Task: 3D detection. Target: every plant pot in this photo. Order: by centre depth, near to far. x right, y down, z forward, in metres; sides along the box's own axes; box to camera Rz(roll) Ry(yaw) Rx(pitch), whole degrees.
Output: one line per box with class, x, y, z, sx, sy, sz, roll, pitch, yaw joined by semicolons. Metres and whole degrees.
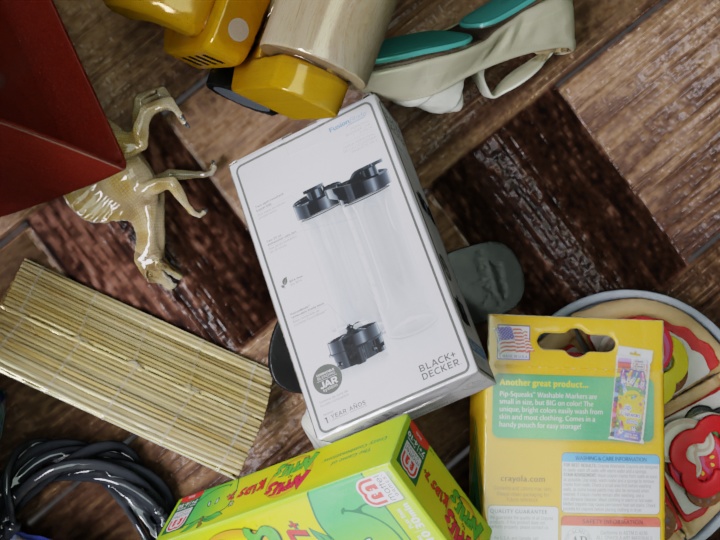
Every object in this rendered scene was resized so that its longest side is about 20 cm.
plant pot;-0.294;-0.121;0.692;0.175;0.200;0.201;-28;79;10

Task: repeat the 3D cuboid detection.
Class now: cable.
cable;-0.195;0.212;0.781;0.162;0.051;0.201;-27;96;-1

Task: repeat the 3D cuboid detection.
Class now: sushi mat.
sushi mat;-0.158;0.066;0.771;0.198;0.096;0.012;25;132;-5

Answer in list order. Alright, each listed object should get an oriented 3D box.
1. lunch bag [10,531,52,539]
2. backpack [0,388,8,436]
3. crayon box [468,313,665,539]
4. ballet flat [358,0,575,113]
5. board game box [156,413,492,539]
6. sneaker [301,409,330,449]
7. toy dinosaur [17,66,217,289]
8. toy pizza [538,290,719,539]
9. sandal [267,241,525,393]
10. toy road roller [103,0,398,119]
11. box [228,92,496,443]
lunch bag;-0.150;0.264;0.677;0.198;0.170;0.125;18;100;-6
backpack;-0.306;0.121;0.689;0.146;0.200;0.185;21;86;-5
crayon box;0.138;0.133;0.759;0.124;0.052;0.202;3;84;-7
ballet flat;0.073;-0.145;0.786;0.199;0.069;0.070;-25;92;-24
board game box;-0.027;0.173;0.729;0.199;0.048;0.102;-25;111;30
sneaker;0.009;0.185;0.790;0.081;0.075;0.201;-32;92;3
toy dinosaur;-0.167;-0.084;0.778;0.101;0.058;0.201;-34;93;-4
toy pizza;0.197;0.116;0.821;0.198;0.032;0.203;0;90;-6
sandal;0.025;0.028;0.803;0.198;0.045;0.076;-21;92;-6
toy road roller;-0.075;-0.179;0.720;0.145;0.200;0.124;21;87;-27
box;0.000;0.000;0.746;0.116;0.060;0.202;-25;71;13
